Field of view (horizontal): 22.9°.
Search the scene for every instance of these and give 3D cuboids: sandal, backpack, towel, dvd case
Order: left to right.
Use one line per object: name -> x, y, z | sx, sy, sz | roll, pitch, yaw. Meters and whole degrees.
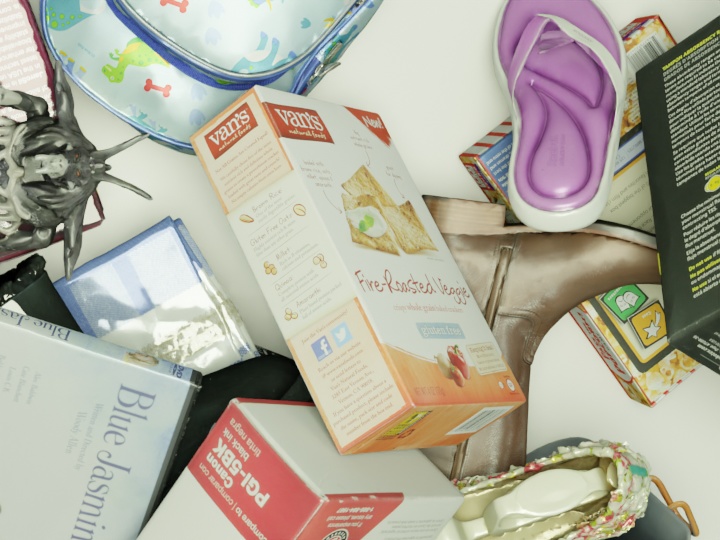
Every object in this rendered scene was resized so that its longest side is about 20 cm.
dvd case -> -0.197, 0.085, 0.936 | 0.199, 0.018, 0.143 | 18, 114, -6
towel -> -0.119, 0.086, 1.041 | 0.146, 0.024, 0.201 | -30, 96, -4
backpack -> -0.086, -0.171, 1.031 | 0.183, 0.147, 0.200 | 35, 92, -8
sandal -> 0.122, -0.112, 1.063 | 0.082, 0.050, 0.203 | -5, 51, 4

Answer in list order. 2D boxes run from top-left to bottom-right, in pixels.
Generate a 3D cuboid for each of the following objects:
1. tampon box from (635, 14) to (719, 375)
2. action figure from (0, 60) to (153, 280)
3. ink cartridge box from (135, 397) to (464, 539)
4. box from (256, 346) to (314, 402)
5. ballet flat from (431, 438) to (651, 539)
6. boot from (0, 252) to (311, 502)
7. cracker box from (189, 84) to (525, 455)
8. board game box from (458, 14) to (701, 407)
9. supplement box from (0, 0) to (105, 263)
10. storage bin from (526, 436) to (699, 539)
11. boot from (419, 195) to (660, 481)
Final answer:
tampon box -> 0.257, -0.039, 1.012 | 0.150, 0.126, 0.201 | 29, 44, -31
action figure -> -0.212, -0.048, 0.930 | 0.199, 0.102, 0.120 | -4, 96, -1
ink cartridge box -> -0.058, 0.172, 0.966 | 0.083, 0.147, 0.200 | 44, 107, 29
box -> -0.107, 0.138, 1.092 | 0.157, 0.050, 0.201 | 20, 90, -12
ballet flat -> 0.071, 0.144, 1.018 | 0.199, 0.064, 0.076 | -25, 70, 4
boot -> -0.145, 0.064, 0.989 | 0.198, 0.073, 0.163 | -36, 99, 3
cracker box -> 0.000, 0.000, 0.989 | 0.058, 0.134, 0.201 | -36, 71, 25
board game box -> 0.182, -0.038, 1.140 | 0.151, 0.046, 0.200 | -37, 100, -6
supplement box -> -0.220, -0.109, 1.029 | 0.085, 0.110, 0.201 | -20, 98, -7
storage bin -> 0.146, 0.206, 1.088 | 0.145, 0.200, 0.135 | -28, 110, -7
boot -> 0.107, 0.066, 1.075 | 0.185, 0.064, 0.201 | 9, 93, 6
